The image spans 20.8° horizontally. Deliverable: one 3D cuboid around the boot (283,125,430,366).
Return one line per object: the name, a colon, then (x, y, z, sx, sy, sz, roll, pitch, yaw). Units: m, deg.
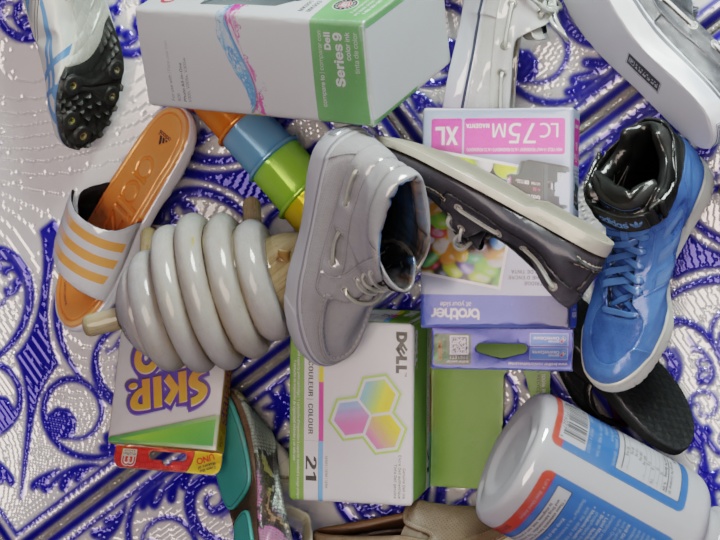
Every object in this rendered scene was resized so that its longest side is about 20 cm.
boot: (0.000, 0.000, 1.455, 0.095, 0.073, 0.202, 38, 134, 44)

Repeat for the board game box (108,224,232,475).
board game box: (-0.151, 0.064, 1.612, 0.095, 0.030, 0.202, 3, 82, 13)

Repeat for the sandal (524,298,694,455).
sandal: (0.181, 0.073, 1.545, 0.200, 0.075, 0.048, 44, 132, 11)

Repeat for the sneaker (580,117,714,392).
sneaker: (0.198, -0.017, 1.470, 0.076, 0.111, 0.201, 15, 76, 37)

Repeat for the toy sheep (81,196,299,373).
toy sheep: (-0.122, 0.016, 1.535, 0.198, 0.138, 0.139, -20, 90, 10)

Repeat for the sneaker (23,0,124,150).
sneaker: (-0.243, -0.201, 1.623, 0.072, 0.071, 0.202, 8, 105, 47)

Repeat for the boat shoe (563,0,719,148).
boat shoe: (0.228, -0.185, 1.506, 0.068, 0.072, 0.200, -34, 70, -19)

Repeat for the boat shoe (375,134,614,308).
boat shoe: (0.087, -0.039, 1.449, 0.199, 0.073, 0.063, 28, 102, 17)

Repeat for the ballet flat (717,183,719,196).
ballet flat: (0.374, -0.067, 1.484, 0.198, 0.068, 0.076, -21, 106, 12)

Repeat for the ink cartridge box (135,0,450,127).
ink cartridge box: (-0.051, -0.180, 1.503, 0.198, 0.145, 0.088, 6, 118, 27)

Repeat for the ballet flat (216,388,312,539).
ballet flat: (-0.076, 0.192, 1.599, 0.069, 0.071, 0.202, -51, 43, 48)

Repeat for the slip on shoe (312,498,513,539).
slip on shoe: (0.054, 0.213, 1.580, 0.198, 0.076, 0.061, -18, 97, 22)

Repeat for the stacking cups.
stacking cups: (-0.084, -0.102, 1.597, 0.061, 0.060, 0.200, -46, 79, 13)

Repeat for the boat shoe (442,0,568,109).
boat shoe: (0.123, -0.196, 1.524, 0.085, 0.075, 0.204, 14, 102, 12)

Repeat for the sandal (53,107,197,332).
sandal: (-0.210, -0.051, 1.612, 0.079, 0.059, 0.208, 37, 101, 42)

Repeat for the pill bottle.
pill bottle: (0.197, 0.186, 1.505, 0.199, 0.112, 0.113, 29, 101, -10)

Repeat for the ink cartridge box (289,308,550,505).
ink cartridge box: (0.048, 0.109, 1.568, 0.198, 0.076, 0.149, 2, 95, 15)

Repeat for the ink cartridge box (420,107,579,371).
ink cartridge box: (0.106, -0.023, 1.502, 0.118, 0.042, 0.202, 1, 92, 13)
